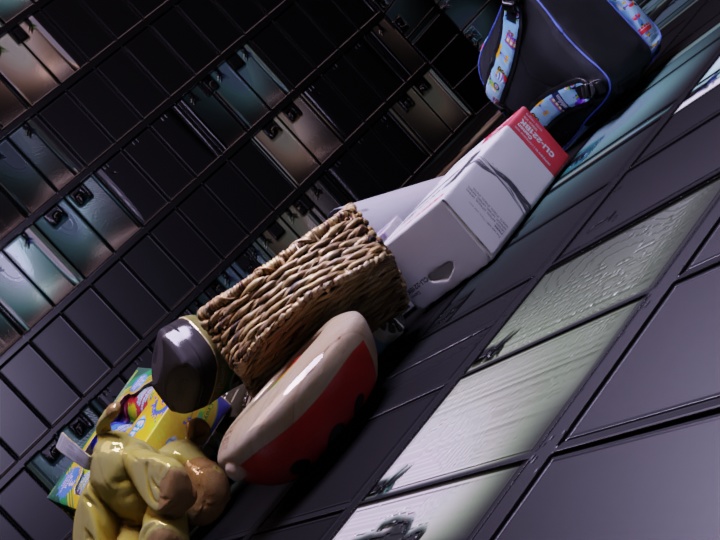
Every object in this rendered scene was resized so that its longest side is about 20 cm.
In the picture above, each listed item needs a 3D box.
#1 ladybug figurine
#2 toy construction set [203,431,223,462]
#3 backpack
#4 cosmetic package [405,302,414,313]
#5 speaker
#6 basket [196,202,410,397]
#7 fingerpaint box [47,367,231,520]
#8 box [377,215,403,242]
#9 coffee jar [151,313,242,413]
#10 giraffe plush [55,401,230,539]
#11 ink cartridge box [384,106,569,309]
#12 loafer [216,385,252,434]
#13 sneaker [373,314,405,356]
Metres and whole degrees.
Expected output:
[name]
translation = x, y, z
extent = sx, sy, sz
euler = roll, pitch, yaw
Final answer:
[ladybug figurine]
translation = -0.049, 0.121, 0.978
extent = 0.200, 0.072, 0.136
euler = -47, 4, -34
[toy construction set]
translation = -0.225, 0.250, 1.418
extent = 0.131, 0.091, 0.203
euler = -164, 100, -89
[backpack]
translation = 0.235, -0.245, 1.286
extent = 0.134, 0.183, 0.200
euler = -36, -11, -23
[cosmetic package]
translation = 0.043, 0.019, 1.353
extent = 0.200, 0.052, 0.151
euler = -42, 3, 45
[speaker]
translation = 0.053, -0.068, 1.452
extent = 0.198, 0.082, 0.081
euler = -19, -12, -36
[basket]
translation = -0.072, 0.011, 1.105
extent = 0.199, 0.150, 0.143
euler = -35, -30, -4
[fingerpaint box]
translation = -0.271, 0.219, 1.319
extent = 0.166, 0.073, 0.201
euler = -4, 48, 55
[box]
translation = 0.000, 0.000, 1.352
extent = 0.039, 0.041, 0.200
euler = -49, 6, -40
[coffee jar]
translation = -0.144, 0.082, 1.239
extent = 0.198, 0.085, 0.105
euler = -25, -31, -40
[giraffe plush]
translation = -0.213, 0.240, 1.174
extent = 0.161, 0.200, 0.174
euler = 11, -61, -53
[ink cartridge box]
translation = 0.122, -0.068, 1.193
extent = 0.200, 0.084, 0.144
euler = -49, 6, -40
[loafer]
translation = -0.117, 0.169, 1.319
extent = 0.198, 0.067, 0.077
euler = -8, 47, 52
[sneaker]
translation = -0.022, 0.039, 1.239
extent = 0.091, 0.077, 0.201
euler = -57, 30, 19
